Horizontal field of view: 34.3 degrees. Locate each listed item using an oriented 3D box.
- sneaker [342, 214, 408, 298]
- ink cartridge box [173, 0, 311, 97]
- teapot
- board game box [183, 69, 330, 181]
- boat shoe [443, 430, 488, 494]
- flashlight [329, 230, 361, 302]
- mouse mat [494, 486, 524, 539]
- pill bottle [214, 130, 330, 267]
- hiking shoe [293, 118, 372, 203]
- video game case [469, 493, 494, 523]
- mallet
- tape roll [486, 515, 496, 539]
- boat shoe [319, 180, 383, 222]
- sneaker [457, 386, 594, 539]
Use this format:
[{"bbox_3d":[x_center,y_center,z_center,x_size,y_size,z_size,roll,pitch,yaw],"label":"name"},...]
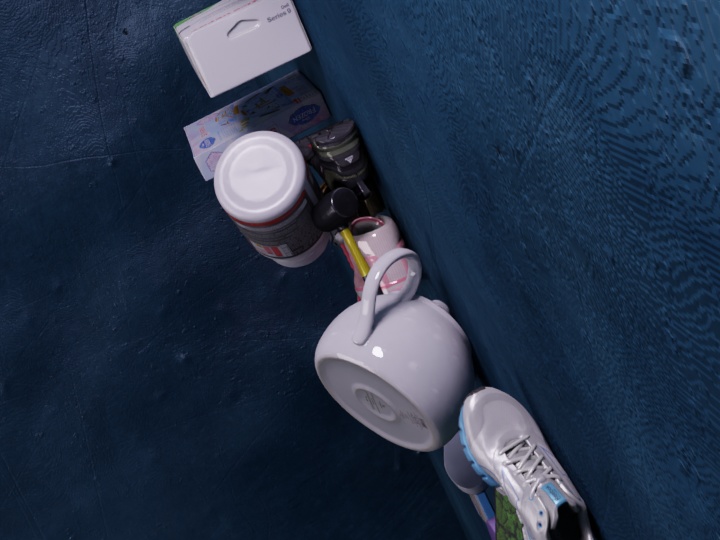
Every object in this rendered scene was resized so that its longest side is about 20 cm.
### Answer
[{"bbox_3d":[0.020,-0.021,1.486,0.106,0.075,0.200,64,173,-4],"label":"sneaker"},{"bbox_3d":[-0.155,-0.300,1.497,0.085,0.144,0.200,65,177,-20],"label":"ink cartridge box"},{"bbox_3d":[0.053,0.090,1.293,0.197,0.147,0.200,39,156,-6],"label":"teapot"},{"bbox_3d":[-0.154,-0.214,1.688,0.042,0.197,0.200,64,178,-22],"label":"board game box"},{"bbox_3d":[0.146,0.253,1.646,0.067,0.069,0.201,57,-178,-33],"label":"boat shoe"},{"bbox_3d":[-0.005,-0.008,2.046,0.202,0.067,0.068,61,179,26],"label":"flashlight"},{"bbox_3d":[0.182,0.301,1.228,0.161,0.007,0.203,-140,40,-58],"label":"mouse mat"},{"bbox_3d":[-0.103,-0.081,1.458,0.117,0.115,0.200,62,180,23],"label":"pill bottle"},{"bbox_3d":[-0.031,-0.128,1.448,0.200,0.075,0.102,-144,31,-81],"label":"hiking shoe"},{"bbox_3d":[0.213,0.409,2.183,0.145,0.018,0.200,64,177,-1],"label":"video game case"},{"bbox_3d":[0.000,0.000,1.393,0.066,0.041,0.203,-14,100,60],"label":"mallet"},{"bbox_3d":[0.220,0.372,1.365,0.200,0.065,0.202,90,154,-84],"label":"tape roll"},{"bbox_3d":[-0.026,-0.111,1.568,0.073,0.067,0.200,65,177,-21],"label":"boat shoe"},{"bbox_3d":[0.158,0.188,1.029,0.202,0.074,0.087,58,166,9],"label":"sneaker"}]
